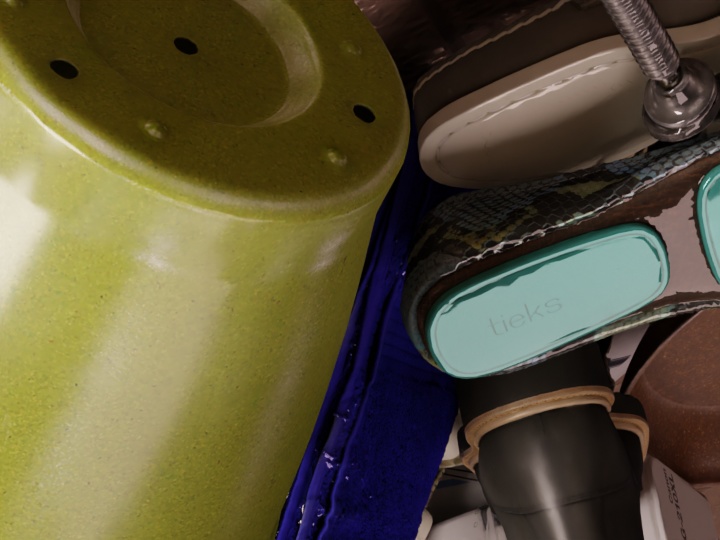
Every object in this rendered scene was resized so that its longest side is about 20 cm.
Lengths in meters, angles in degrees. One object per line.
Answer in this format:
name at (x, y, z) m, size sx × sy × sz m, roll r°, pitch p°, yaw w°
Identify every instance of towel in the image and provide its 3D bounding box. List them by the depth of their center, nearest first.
towel at (0.009, 0.039, 0.767) m, size 0.147 × 0.049 × 0.201 m, roll 22°, pitch 87°, yaw -61°

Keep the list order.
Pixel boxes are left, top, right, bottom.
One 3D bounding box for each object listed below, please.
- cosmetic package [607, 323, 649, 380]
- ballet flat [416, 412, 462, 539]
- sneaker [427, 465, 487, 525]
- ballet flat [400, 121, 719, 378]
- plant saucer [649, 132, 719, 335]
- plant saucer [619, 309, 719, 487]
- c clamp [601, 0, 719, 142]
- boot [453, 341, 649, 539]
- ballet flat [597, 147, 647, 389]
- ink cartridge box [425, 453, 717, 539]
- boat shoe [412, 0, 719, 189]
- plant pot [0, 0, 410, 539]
cosmetic package at (0.114, 0.020, 1.003) m, size 0.082 × 0.051 × 0.200 m, roll -12°, pitch 156°, yaw -33°
ballet flat at (0.010, 0.101, 0.903) m, size 0.068 × 0.201 × 0.075 m, roll 35°, pitch 156°, yaw -27°
sneaker at (0.016, 0.104, 0.984) m, size 0.198 × 0.073 × 0.072 m, roll -4°, pitch 154°, yaw -15°
ballet flat at (0.107, -0.021, 0.692) m, size 0.198 × 0.075 × 0.074 m, roll -13°, pitch 159°, yaw -1°
plant saucer at (0.214, -0.033, 0.918) m, size 0.199 × 0.027 × 0.201 m, roll -22°, pitch 140°, yaw -20°
plant saucer at (0.199, 0.027, 0.905) m, size 0.199 × 0.037 × 0.201 m, roll -15°, pitch 145°, yaw -11°
c clamp at (0.094, -0.108, 0.620) m, size 0.171 × 0.027 × 0.200 m, roll -41°, pitch 132°, yaw 7°
boot at (0.084, 0.117, 0.780) m, size 0.077 × 0.139 × 0.200 m, roll -17°, pitch 162°, yaw 12°
ballet flat at (0.094, -0.004, 0.818) m, size 0.067 × 0.046 × 0.201 m, roll -35°, pitch 145°, yaw -41°
ink cartridge box at (0.073, 0.188, 0.924) m, size 0.199 × 0.146 × 0.084 m, roll -24°, pitch 148°, yaw 24°
boat shoe at (0.106, -0.089, 0.708) m, size 0.200 × 0.061 × 0.072 m, roll -22°, pitch 154°, yaw -6°
plant pot at (-0.082, 0.000, 0.577) m, size 0.199 × 0.201 × 0.193 m, roll -5°, pitch 141°, yaw -40°
